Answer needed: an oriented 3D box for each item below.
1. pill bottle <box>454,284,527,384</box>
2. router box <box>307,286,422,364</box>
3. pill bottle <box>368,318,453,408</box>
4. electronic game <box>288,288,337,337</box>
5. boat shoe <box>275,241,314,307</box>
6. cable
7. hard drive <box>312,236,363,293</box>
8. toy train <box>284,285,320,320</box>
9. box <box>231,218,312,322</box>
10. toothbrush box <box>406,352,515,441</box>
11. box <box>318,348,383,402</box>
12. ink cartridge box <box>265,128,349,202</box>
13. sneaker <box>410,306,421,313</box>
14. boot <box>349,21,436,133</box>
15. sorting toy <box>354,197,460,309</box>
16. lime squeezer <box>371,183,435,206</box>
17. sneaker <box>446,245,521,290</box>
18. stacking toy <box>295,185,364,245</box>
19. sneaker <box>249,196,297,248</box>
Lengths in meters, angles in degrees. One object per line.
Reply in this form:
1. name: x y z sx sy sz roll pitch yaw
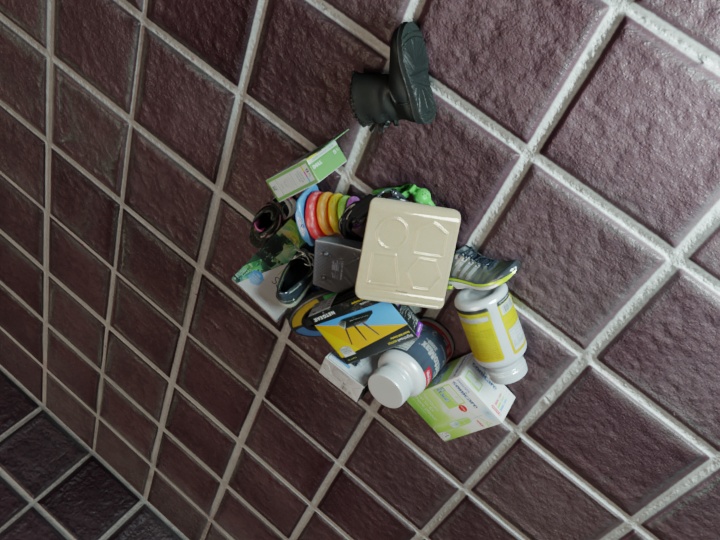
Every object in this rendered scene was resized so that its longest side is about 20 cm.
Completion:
1. pill bottle: 0.271 0.126 1.619 0.112 0.112 0.201 -3 118 42
2. router box: 0.010 0.106 1.688 0.199 0.051 0.149 -25 115 35
3. pill bottle: 0.108 0.206 1.753 0.119 0.200 0.120 22 133 26
4. electronic game: -0.070 0.096 1.845 0.200 0.199 0.042 -61 41 47
5. boat shoe: -0.131 -0.012 1.791 0.075 0.200 0.062 24 153 19
6. cable: 0.047 -0.094 1.648 0.163 0.051 0.200 24 141 -27
7. hard drive: 0.000 0.000 1.673 0.199 0.042 0.135 16 131 11
8. toy train: -0.170 0.026 1.919 0.087 0.114 0.200 -28 101 48
9. box: -0.178 -0.001 1.851 0.144 0.200 0.036 42 167 6
10. toothbrush box: 0.221 0.286 1.795 0.146 0.086 0.200 48 138 -9
11. box: 0.012 0.193 1.826 0.116 0.200 0.060 37 136 15
12. ink cartridge box: -0.099 -0.218 1.682 0.200 0.104 0.059 -21 106 46
13. sneaker: 0.103 0.047 1.749 0.092 0.076 0.200 23 133 -4
14. boot: 0.049 -0.354 1.481 0.162 0.073 0.199 9 126 40
15. sorting toy: 0.092 -0.034 1.577 0.184 0.036 0.201 8 99 -10
16. lime squeezer: 0.106 -0.148 1.620 0.199 0.038 0.071 25 165 23
17. sneaker: 0.224 -0.008 1.591 0.199 0.074 0.081 -4 113 40
18. stacking toy: -0.030 -0.123 1.716 0.199 0.110 0.117 -2 121 24
19. sneaker: -0.228 -0.111 1.886 0.080 0.086 0.200 45 139 6
